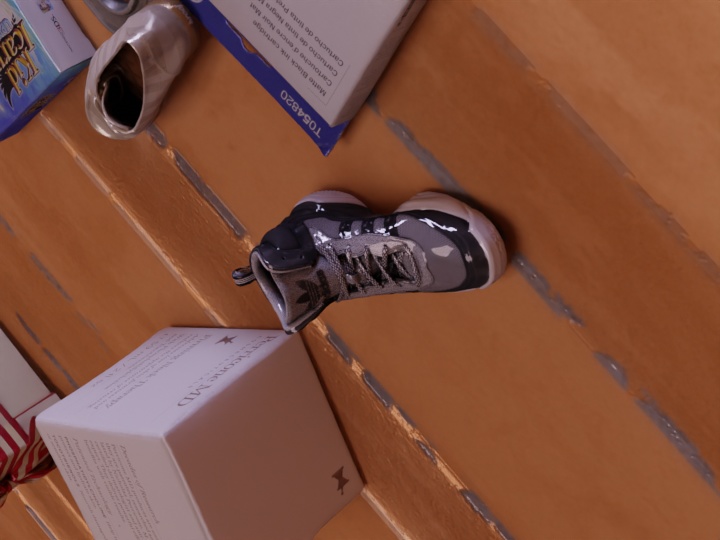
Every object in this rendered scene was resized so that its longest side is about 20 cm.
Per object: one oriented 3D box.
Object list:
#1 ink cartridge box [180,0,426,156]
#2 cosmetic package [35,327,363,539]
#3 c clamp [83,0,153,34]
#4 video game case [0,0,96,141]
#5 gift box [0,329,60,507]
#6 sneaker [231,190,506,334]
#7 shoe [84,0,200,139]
[{"bbox_3d":[-0.059,-0.197,0.868,0.200,0.041,0.200,46,139,9],"label":"ink cartridge box"},{"bbox_3d":[-0.140,0.160,1.142,0.199,0.167,0.167,-2,117,46],"label":"cosmetic package"},{"bbox_3d":[-0.211,-0.277,0.989,0.201,0.027,0.171,54,143,0],"label":"c clamp"},{"bbox_3d":[-0.333,-0.221,1.148,0.200,0.045,0.182,-25,100,52],"label":"video game case"},{"bbox_3d":[-0.446,0.181,1.472,0.187,0.184,0.200,50,149,7],"label":"gift box"},{"bbox_3d":[0.000,0.000,0.911,0.199,0.114,0.076,9,125,43],"label":"sneaker"},{"bbox_3d":[-0.184,-0.148,1.022,0.070,0.053,0.200,44,150,-6],"label":"shoe"}]
